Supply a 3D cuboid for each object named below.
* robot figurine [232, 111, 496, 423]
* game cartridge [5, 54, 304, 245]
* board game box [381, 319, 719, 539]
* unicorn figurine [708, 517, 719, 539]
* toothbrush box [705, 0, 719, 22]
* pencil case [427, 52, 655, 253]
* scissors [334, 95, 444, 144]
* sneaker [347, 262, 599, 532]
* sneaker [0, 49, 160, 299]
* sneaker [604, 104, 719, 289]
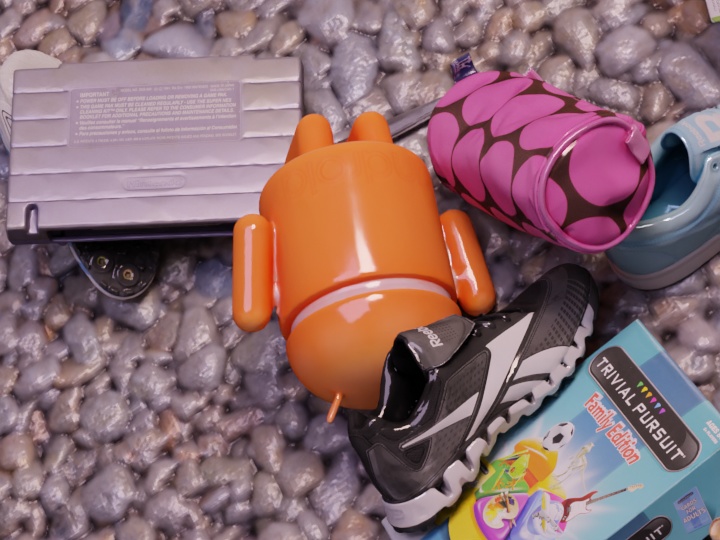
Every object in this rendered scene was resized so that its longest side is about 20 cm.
[{"bbox_3d":[-0.002,0.000,1.590,0.116,0.143,0.201,-29,60,30],"label":"robot figurine"},{"bbox_3d":[-0.136,-0.082,1.700,0.198,0.038,0.130,-2,60,3],"label":"game cartridge"},{"bbox_3d":[0.121,0.135,1.475,0.200,0.047,0.151,-39,30,2],"label":"board game box"},{"bbox_3d":[0.277,0.121,1.414,0.200,0.137,0.074,-51,44,17],"label":"unicorn figurine"},{"bbox_3d":[0.295,-0.254,1.560,0.199,0.147,0.086,-12,18,17],"label":"toothbrush box"},{"bbox_3d":[0.111,-0.073,1.547,0.093,0.091,0.200,-34,24,-9],"label":"pencil case"},{"bbox_3d":[-0.015,-0.072,1.700,0.199,0.014,0.074,-11,60,18],"label":"scissors"},{"bbox_3d":[0.065,0.056,1.509,0.200,0.091,0.066,-48,26,-19],"label":"sneaker"},{"bbox_3d":[-0.195,-0.062,1.752,0.071,0.073,0.201,-21,67,-20],"label":"sneaker"},{"bbox_3d":[0.226,-0.072,1.546,0.200,0.082,0.074,-44,57,-1],"label":"sneaker"}]
